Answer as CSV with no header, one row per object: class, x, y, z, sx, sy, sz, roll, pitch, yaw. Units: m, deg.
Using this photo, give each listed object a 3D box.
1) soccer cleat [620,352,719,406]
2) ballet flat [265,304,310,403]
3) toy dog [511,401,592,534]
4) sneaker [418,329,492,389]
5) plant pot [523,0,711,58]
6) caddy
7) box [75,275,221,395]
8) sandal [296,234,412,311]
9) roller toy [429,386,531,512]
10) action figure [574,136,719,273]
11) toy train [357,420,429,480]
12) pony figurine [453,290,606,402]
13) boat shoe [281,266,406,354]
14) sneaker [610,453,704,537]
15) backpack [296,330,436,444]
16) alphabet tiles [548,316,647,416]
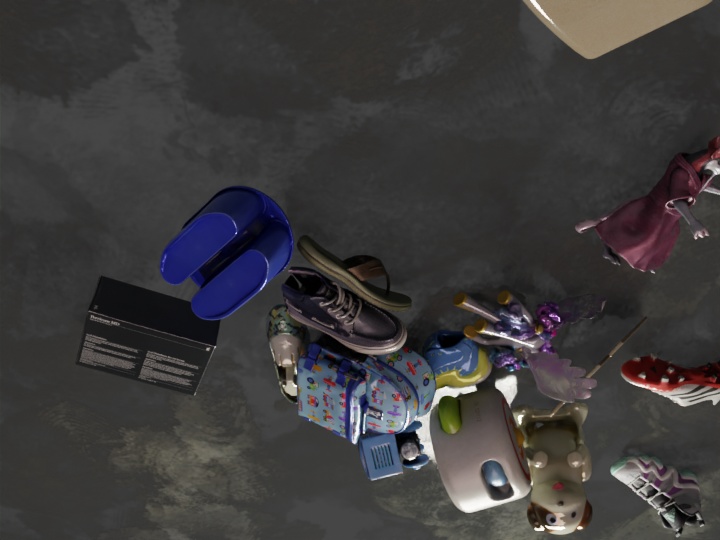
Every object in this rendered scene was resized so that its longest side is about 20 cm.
soccer cleat,0.524,0.189,1.352,0.195,0.069,0.086,3,131,-8
ballet flat,-0.113,0.144,1.322,0.073,0.075,0.202,-5,134,6
toy dog,0.336,0.361,1.430,0.136,0.202,0.196,3,135,-1
sneaker,0.112,0.150,1.332,0.197,0.076,0.106,-21,116,16
plant pot,0.235,-0.329,0.770,0.197,0.203,0.177,-22,142,22
caddy,-0.184,-0.026,1.133,0.199,0.105,0.142,-35,102,31
box,-0.334,0.106,1.282,0.196,0.080,0.142,18,136,-15
sandal,0.000,0.000,1.176,0.199,0.080,0.058,33,95,-21
roller toy,0.205,0.294,1.344,0.137,0.186,0.200,-20,162,13
action figure,0.407,-0.096,1.075,0.148,0.133,0.202,39,122,21
toy train,0.049,0.285,1.377,0.112,0.200,0.089,-12,95,-3
pony figurine,0.259,0.098,1.230,0.198,0.169,0.192,29,161,-29
boat shoe,-0.029,0.058,1.182,0.196,0.076,0.093,16,156,16
sneaker,0.574,0.436,1.539,0.196,0.142,0.078,15,134,-14
backpack,0.012,0.182,1.267,0.197,0.135,0.185,25,137,15
alphabet tiles,0.372,0.153,1.278,0.006,0.165,0.201,44,133,16
